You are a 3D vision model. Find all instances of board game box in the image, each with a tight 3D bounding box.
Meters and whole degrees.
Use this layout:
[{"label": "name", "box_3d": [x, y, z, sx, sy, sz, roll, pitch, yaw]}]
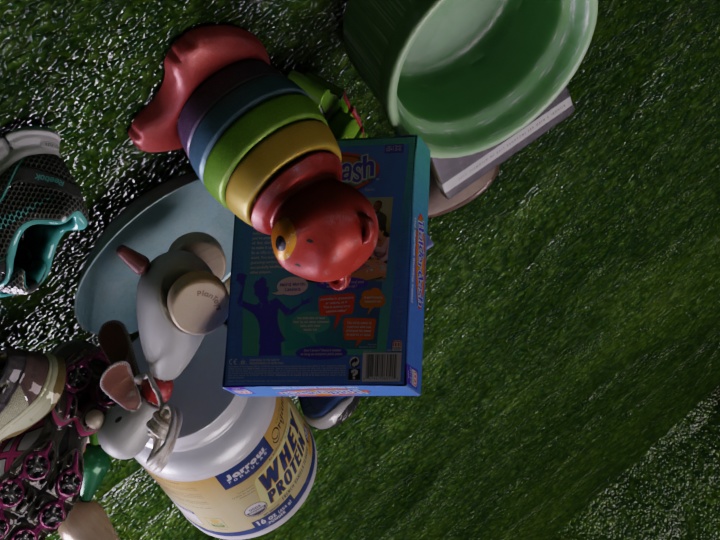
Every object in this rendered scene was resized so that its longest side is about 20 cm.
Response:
[{"label": "board game box", "box_3d": [-0.025, -0.003, 1.343, 0.152, 0.201, 0.045, -1, 166, 18]}]

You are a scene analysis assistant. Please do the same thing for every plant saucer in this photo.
[{"label": "plant saucer", "box_3d": [-0.164, -0.025, 1.446, 0.201, 0.039, 0.201, -33, 156, -16]}]

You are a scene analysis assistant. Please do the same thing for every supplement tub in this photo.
[{"label": "supplement tub", "box_3d": [-0.131, 0.143, 1.550, 0.144, 0.144, 0.200, -36, 145, -6]}]

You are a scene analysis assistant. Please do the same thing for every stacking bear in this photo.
[{"label": "stacking bear", "box_3d": [-0.064, -0.075, 1.289, 0.114, 0.200, 0.122, -15, 148, -45]}]

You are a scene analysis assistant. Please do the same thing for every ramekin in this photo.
[{"label": "ramekin", "box_3d": [0.083, -0.198, 1.374, 0.200, 0.098, 0.200, -24, 143, -20]}]

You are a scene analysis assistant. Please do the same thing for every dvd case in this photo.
[{"label": "dvd case", "box_3d": [0.105, -0.174, 1.507, 0.149, 0.016, 0.200, -35, 133, -10]}]

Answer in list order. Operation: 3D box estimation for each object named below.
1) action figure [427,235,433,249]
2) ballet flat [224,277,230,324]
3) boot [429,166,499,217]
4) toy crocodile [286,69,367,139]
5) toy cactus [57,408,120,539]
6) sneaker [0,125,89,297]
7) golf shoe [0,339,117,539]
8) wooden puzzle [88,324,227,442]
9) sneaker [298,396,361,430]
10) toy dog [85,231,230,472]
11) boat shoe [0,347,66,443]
[{"label": "action figure", "box_3d": [0.014, 0.057, 1.802, 0.200, 0.105, 0.194, -35, 167, -4]}, {"label": "ballet flat", "box_3d": [-0.098, 0.042, 1.652, 0.066, 0.057, 0.200, -36, 158, -3]}, {"label": "boot", "box_3d": [0.093, -0.139, 1.604, 0.200, 0.070, 0.146, -45, 151, 11]}, {"label": "toy crocodile", "box_3d": [-0.027, -0.122, 1.439, 0.062, 0.067, 0.200, -58, 162, -9]}, {"label": "toy cactus", "box_3d": [-0.275, 0.200, 1.559, 0.200, 0.165, 0.102, -38, 179, 10]}, {"label": "sneaker", "box_3d": [-0.272, -0.008, 1.239, 0.200, 0.091, 0.078, -48, 156, 21]}, {"label": "golf shoe", "box_3d": [-0.274, 0.154, 1.471, 0.073, 0.092, 0.200, 35, 76, -31]}, {"label": "wooden puzzle", "box_3d": [-0.169, 0.123, 1.649, 0.200, 0.037, 0.185, -42, 143, 24]}, {"label": "sneaker", "box_3d": [-0.042, 0.057, 1.623, 0.076, 0.201, 0.077, -21, 143, 25]}, {"label": "toy dog", "box_3d": [-0.180, 0.055, 1.390, 0.201, 0.096, 0.132, -68, -162, -3]}, {"label": "boat shoe", "box_3d": [-0.330, 0.122, 1.441, 0.201, 0.072, 0.066, -36, 130, 28]}]
